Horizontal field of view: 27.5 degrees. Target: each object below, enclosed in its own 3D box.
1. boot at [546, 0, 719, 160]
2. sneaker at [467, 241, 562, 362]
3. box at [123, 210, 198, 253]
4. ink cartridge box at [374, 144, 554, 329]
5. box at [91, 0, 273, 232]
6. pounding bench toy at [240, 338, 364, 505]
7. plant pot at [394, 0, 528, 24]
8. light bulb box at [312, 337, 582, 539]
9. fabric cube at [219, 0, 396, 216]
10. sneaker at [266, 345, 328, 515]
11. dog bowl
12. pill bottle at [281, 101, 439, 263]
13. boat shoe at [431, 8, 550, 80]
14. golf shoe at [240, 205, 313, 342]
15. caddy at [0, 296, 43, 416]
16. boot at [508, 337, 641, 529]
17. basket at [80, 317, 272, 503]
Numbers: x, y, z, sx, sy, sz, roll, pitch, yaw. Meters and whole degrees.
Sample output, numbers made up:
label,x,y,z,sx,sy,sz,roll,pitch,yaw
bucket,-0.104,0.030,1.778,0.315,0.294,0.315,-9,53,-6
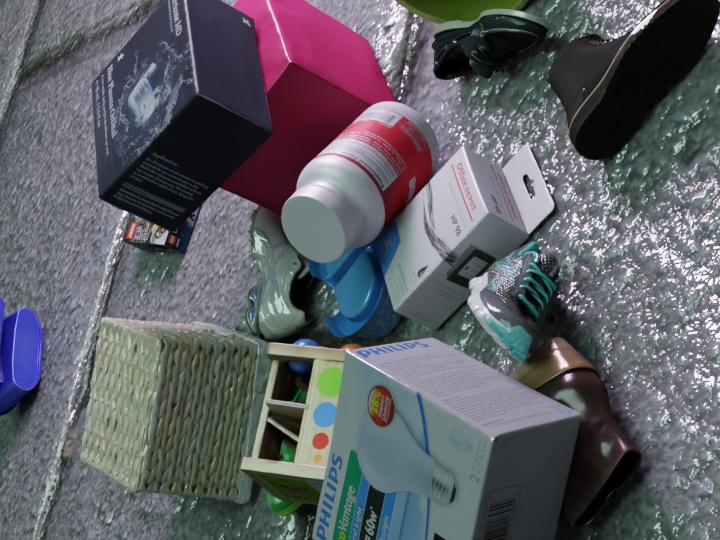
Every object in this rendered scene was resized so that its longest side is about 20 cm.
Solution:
label,x,y,z,sx,sy,sz,roll,pitch,yaw
boot,0.263,-0.229,1.488,0.200,0.077,0.139,-48,33,22
sneaker,0.157,0.020,1.433,0.091,0.078,0.200,-43,13,12
box,-0.277,-0.128,2.192,0.136,0.037,0.203,4,73,55
ink cartridge box,0.109,-0.048,1.588,0.200,0.066,0.117,-47,37,26
box,-0.215,-0.193,1.734,0.200,0.117,0.199,-40,44,30
pounding bench toy,-0.001,0.163,1.555,0.197,0.124,0.158,4,69,20
plant pot,0.126,-0.422,1.717,0.199,0.199,0.192,-23,39,45
light bulb box,0.074,0.192,1.346,0.199,0.124,0.201,25,112,43
fabric cube,-0.091,-0.206,1.847,0.200,0.195,0.201,-47,40,23
sneaker,-0.081,0.180,1.692,0.074,0.083,0.203,-7,65,51
dog bowl,0.000,0.000,1.721,0.112,0.049,0.201,-50,36,26
pill bottle,-0.002,-0.097,1.653,0.112,0.113,0.200,-23,17,45
boat shoe,0.141,-0.249,1.664,0.198,0.074,0.067,5,76,55
golf shoe,-0.091,-0.007,1.851,0.096,0.078,0.203,-14,63,29
caddy,-0.596,0.137,2.376,0.105,0.141,0.202,-35,43,32
boot,0.162,0.178,1.371,0.201,0.072,0.167,-52,38,23
basket,-0.227,0.164,1.800,0.197,0.159,0.203,12,92,57
